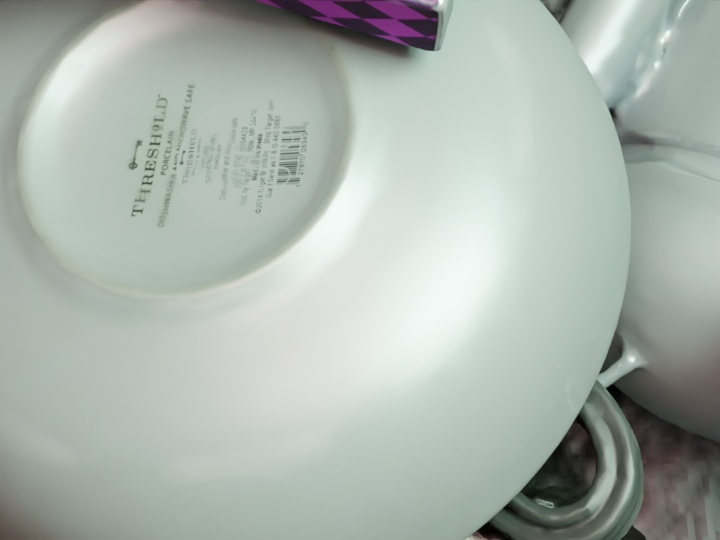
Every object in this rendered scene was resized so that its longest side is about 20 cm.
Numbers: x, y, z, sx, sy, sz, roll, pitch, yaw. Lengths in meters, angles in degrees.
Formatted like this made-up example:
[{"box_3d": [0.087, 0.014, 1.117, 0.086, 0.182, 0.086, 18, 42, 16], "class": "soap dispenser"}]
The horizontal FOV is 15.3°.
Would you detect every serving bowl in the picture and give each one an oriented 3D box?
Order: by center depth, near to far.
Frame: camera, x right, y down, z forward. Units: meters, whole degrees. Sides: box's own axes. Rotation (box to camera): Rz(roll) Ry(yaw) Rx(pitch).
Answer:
[{"box_3d": [-0.035, -0.018, 0.666, 0.198, 0.066, 0.201, -5, 64, 10], "class": "serving bowl"}]

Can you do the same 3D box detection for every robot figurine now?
[{"box_3d": [0.123, -0.036, 0.748, 0.169, 0.113, 0.201, 34, 72, -23], "class": "robot figurine"}]

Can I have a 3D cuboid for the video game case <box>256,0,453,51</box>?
[{"box_3d": [-0.051, -0.165, 0.644, 0.199, 0.036, 0.182, 17, 76, 2], "class": "video game case"}]

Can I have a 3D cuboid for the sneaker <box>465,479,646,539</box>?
[{"box_3d": [-0.020, 0.094, 0.721, 0.199, 0.077, 0.089, 14, 102, -5], "class": "sneaker"}]

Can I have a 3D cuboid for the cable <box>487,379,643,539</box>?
[{"box_3d": [0.000, 0.000, 0.724, 0.199, 0.050, 0.097, 30, 77, 15], "class": "cable"}]
